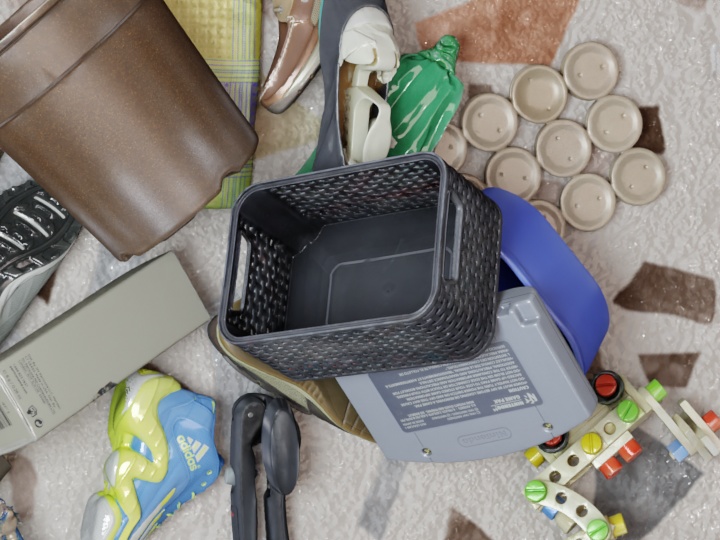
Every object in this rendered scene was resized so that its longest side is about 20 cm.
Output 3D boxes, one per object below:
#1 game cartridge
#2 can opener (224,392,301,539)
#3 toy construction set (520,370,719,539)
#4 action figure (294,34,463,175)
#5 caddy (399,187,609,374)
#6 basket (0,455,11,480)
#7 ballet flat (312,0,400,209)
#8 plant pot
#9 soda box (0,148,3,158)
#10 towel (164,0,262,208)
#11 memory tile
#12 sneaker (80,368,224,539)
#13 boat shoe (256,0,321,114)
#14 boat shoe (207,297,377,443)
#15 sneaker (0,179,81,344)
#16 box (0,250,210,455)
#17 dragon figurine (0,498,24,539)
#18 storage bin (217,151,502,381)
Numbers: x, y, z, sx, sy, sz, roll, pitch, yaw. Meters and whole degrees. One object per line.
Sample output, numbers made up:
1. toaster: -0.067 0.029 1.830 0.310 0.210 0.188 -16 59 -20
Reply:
1. game cartridge: 0.083 0.090 1.576 0.199 0.042 0.134 -15 123 33
2. can opener: -0.084 0.199 1.655 0.063 0.079 0.202 4 104 -2
3. toy construction set: 0.216 0.165 1.674 0.199 0.092 0.131 -37 72 -12
4. action figure: 0.026 -0.109 1.649 0.118 0.055 0.201 34 94 14
5. caddy: 0.107 0.034 1.616 0.200 0.141 0.105 50 44 -8
6. basket: -0.385 0.190 1.573 0.136 0.181 0.200 40 76 14
7. ballet flat: 0.003 -0.147 1.584 0.072 0.073 0.202 4 96 -7
8. plant pot: -0.197 -0.127 1.546 0.200 0.200 0.199 -41 104 -4
9. soda box: -0.357 -0.033 1.604 0.063 0.068 0.201 27 88 -7
10. towel: -0.155 -0.152 1.648 0.142 0.023 0.202 1 93 -8
11. memory tile: 0.151 -0.093 1.693 0.199 0.017 0.154 -27 95 -5
12. sneaker: -0.168 0.185 1.635 0.104 0.076 0.202 11 100 -18
13. boat shoe: -0.043 -0.225 1.638 0.071 0.076 0.201 26 80 -4
14. boat shoe: -0.038 0.082 1.653 0.199 0.065 0.074 34 75 -21
15. sneaker: -0.297 0.008 1.617 0.074 0.079 0.201 34 71 4
16. box: -0.219 0.065 1.572 0.200 0.082 0.069 -35 98 -38
17. dragon figurine: -0.263 0.266 1.620 0.059 0.100 0.201 -34 139 -10
18. storage bin: 0.000 0.000 1.527 0.199 0.094 0.136 -9 64 32
